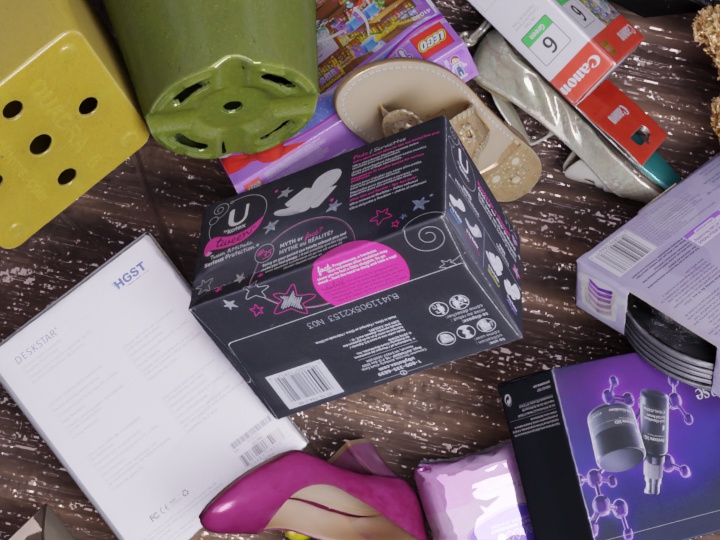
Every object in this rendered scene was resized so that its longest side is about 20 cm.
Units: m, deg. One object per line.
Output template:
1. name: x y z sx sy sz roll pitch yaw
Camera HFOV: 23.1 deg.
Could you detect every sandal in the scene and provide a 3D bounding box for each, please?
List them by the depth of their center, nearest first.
1. sandal: 0.074 -0.087 1.290 0.078 0.211 0.070 -48 48 18

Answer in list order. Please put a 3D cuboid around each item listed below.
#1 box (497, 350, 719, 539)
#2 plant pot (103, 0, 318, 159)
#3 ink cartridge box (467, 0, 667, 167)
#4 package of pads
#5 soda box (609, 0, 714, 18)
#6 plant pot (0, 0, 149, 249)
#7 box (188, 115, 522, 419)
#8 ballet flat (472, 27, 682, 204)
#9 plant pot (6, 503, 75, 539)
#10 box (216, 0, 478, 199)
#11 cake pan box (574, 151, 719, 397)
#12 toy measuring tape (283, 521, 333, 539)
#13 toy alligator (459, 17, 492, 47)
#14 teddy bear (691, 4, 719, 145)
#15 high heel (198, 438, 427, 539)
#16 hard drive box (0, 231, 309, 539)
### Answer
1. box: 0.215 0.130 1.291 0.199 0.079 0.142 -9 83 -31
2. plant pot: -0.106 -0.189 1.266 0.199 0.200 0.191 -10 64 -3
3. ink cartridge box: 0.167 -0.175 1.344 0.200 0.109 0.050 45 117 3
4. package of pads: 0.122 0.223 1.321 0.120 0.076 0.201 -17 85 -2
5. soda box: 0.186 -0.249 1.320 0.199 0.071 0.064 16 81 -44
6. plant pot: -0.267 -0.138 1.250 0.200 0.200 0.176 -39 55 -5
7. box: 0.000 0.000 1.249 0.199 0.115 0.132 -19 129 21
8. ballet flat: 0.165 -0.109 1.372 0.200 0.067 0.062 45 117 3
9. plant pot: -0.235 0.312 1.247 0.200 0.200 0.177 -43 98 -6
10. box: -0.029 -0.145 1.328 0.199 0.039 0.137 -32 49 0
11. cake pan box: 0.281 0.006 1.276 0.200 0.052 0.184 -35 49 -30
12. toy measuring tape: -0.009 0.270 1.313 0.073 0.074 0.201 -25 85 -5
13. toy alligator: 0.017 -0.140 1.362 0.054 0.059 0.200 44 84 3
14. teddy bear: 0.306 -0.147 1.338 0.145 0.067 0.201 27 52 -39
15. high heel: -0.027 0.179 1.267 0.096 0.200 0.067 55 128 19
16. hard drive box: -0.158 0.098 1.322 0.156 0.077 0.200 -37 87 -6
